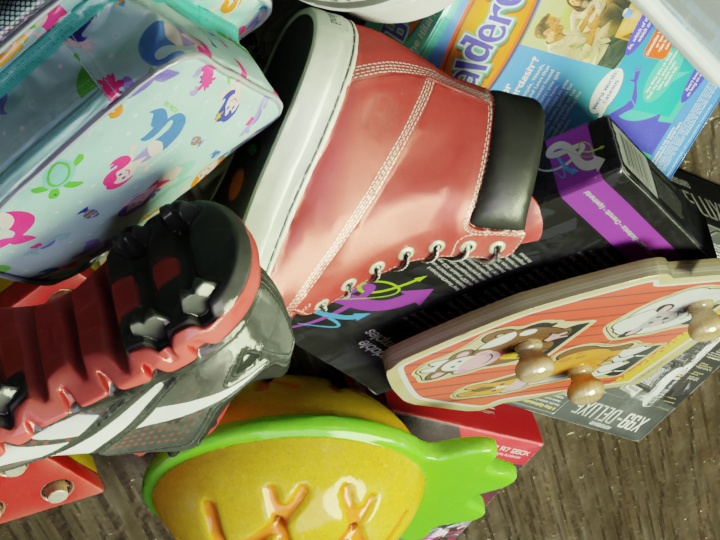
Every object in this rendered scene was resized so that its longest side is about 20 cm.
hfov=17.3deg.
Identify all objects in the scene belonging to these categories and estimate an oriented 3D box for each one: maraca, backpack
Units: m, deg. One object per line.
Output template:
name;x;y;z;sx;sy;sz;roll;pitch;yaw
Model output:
maraca;-0.017;0.113;1.254;0.200;0.107;0.137;5;151;-20
backpack;-0.140;-0.080;0.952;0.200;0.151;0.178;-31;167;9

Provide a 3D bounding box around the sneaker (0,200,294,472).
sneaker;-0.113;0.047;0.963;0.200;0.071;0.098;-26;141;17

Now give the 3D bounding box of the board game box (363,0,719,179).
board game box;0.101;-0.117;1.112;0.200;0.045;0.152;13;116;-43

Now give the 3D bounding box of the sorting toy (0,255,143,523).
sorting toy;-0.178;0.052;1.173;0.199;0.070;0.200;-35;141;13

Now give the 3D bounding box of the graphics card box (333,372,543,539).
graphics card box;-0.001;0.137;1.384;0.125;0.051;0.200;15;128;-39

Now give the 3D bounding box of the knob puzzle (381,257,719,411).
knob puzzle;0.103;0.044;1.207;0.219;0.030;0.220;-13;163;-4

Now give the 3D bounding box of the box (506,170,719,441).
box;0.135;0.012;1.311;0.200;0.050;0.158;17;126;-40

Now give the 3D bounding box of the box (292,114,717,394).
box;0.060;-0.003;1.166;0.200;0.036;0.143;-23;153;18

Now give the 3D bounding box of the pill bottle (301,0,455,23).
pill bottle;-0.012;-0.168;0.932;0.113;0.113;0.200;-32;165;9

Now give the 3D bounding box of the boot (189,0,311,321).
boot;-0.070;-0.041;1.088;0.200;0.068;0.131;-59;140;-11

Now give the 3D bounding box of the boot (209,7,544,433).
boot;0.000;0.000;1.044;0.144;0.072;0.200;21;104;-23

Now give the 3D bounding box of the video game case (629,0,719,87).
video game case;0.171;-0.199;1.055;0.182;0.023;0.200;-51;136;2
